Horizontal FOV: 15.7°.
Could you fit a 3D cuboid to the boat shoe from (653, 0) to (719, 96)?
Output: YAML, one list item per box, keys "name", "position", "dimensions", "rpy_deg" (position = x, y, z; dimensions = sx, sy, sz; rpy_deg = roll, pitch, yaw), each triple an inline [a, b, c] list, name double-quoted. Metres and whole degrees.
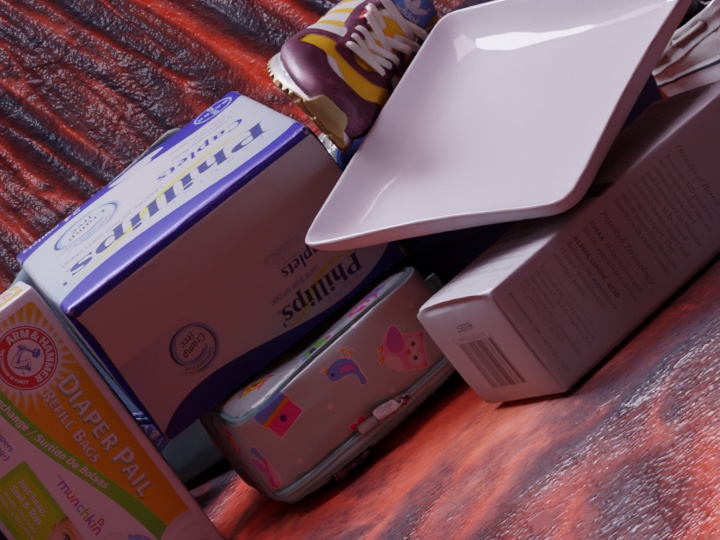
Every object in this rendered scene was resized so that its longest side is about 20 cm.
- name: "boat shoe"
  position: [0.229, -0.162, 1.846]
  dimensions: [0.072, 0.066, 0.200]
  rpy_deg: [-39, 8, -11]

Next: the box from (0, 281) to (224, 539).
- name: "box"
  position: [-0.190, 0.117, 1.603]
  dimensions: [0.112, 0.200, 0.101]
  rpy_deg: [-38, 8, -8]

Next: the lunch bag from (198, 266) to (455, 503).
- name: "lunch bag"
  position: [-0.015, 0.065, 1.587]
  dimensions: [0.160, 0.077, 0.200]
  rpy_deg: [-37, 8, -11]

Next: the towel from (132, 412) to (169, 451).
- name: "towel"
  position: [-0.224, 0.155, 1.733]
  dimensions: [0.199, 0.024, 0.145]
  rpy_deg: [-9, -35, -36]

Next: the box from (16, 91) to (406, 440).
- name: "box"
  position: [-0.097, -0.009, 1.604]
  dimensions: [0.184, 0.105, 0.200]
  rpy_deg: [-38, 18, -7]

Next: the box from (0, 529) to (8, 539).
- name: "box"
  position: [-0.275, 0.246, 1.523]
  dimensions: [0.200, 0.122, 0.106]
  rpy_deg: [-42, 9, -28]

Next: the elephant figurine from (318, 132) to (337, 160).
- name: "elephant figurine"
  position: [-0.022, -0.061, 2.083]
  dimensions: [0.142, 0.155, 0.200]
  rpy_deg: [-60, 19, -2]

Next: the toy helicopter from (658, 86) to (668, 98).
- name: "toy helicopter"
  position: [0.132, -0.123, 1.807]
  dimensions: [0.079, 0.132, 0.200]
  rpy_deg: [-39, 8, -10]

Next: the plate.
- name: "plate"
  position: [0.085, -0.086, 1.457]
  dimensions: [0.200, 0.032, 0.200]
  rpy_deg: [-9, 41, 43]

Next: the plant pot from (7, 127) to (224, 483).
- name: "plant pot"
  position: [-0.162, 0.059, 1.903]
  dimensions: [0.200, 0.196, 0.196]
  rpy_deg: [-44, 2, 42]

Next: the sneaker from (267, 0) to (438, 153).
- name: "sneaker"
  position: [0.002, -0.136, 1.580]
  dimensions: [0.090, 0.075, 0.200]
  rpy_deg: [-41, 11, 13]

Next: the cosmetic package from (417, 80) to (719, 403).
- name: "cosmetic package"
  position: [0.137, -0.017, 1.413]
  dimensions: [0.200, 0.074, 0.102]
  rpy_deg: [-42, 10, -22]

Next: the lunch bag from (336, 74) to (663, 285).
- name: "lunch bag"
  position: [0.082, -0.065, 1.612]
  dimensions: [0.200, 0.136, 0.132]
  rpy_deg: [-18, 18, 37]
